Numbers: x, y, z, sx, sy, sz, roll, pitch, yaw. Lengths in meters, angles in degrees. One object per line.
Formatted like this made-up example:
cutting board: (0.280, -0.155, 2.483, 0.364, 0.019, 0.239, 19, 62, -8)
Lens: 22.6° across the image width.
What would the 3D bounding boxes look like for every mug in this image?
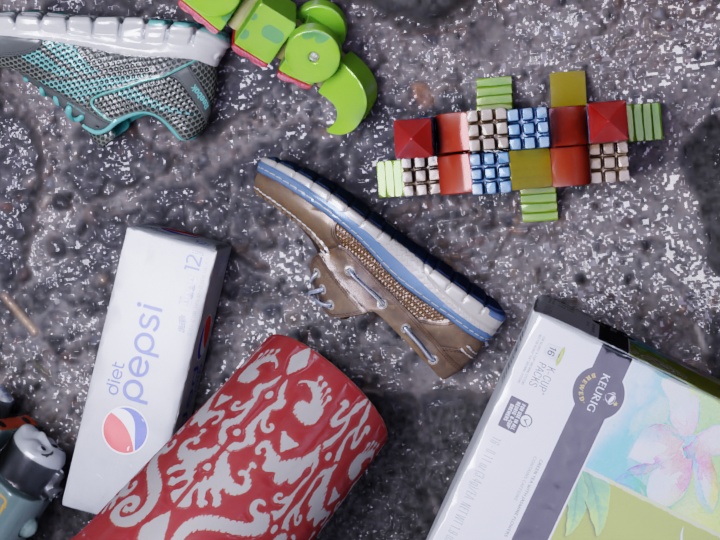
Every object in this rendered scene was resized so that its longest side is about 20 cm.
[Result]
mug: (-0.087, 0.157, 1.212, 0.133, 0.178, 0.200, 39, 71, 4)

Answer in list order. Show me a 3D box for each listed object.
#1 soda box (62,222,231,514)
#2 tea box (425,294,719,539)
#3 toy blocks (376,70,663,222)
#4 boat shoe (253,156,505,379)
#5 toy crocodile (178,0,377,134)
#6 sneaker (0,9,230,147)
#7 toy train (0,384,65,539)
soda box: (-0.148, 0.072, 1.257, 0.068, 0.063, 0.202, 14, 96, 5)
tea box: (0.161, 0.151, 1.184, 0.195, 0.134, 0.202, 25, 96, 5)
toy blocks: (0.100, -0.079, 1.177, 0.198, 0.137, 0.101, -4, 93, 8)
boat shoe: (0.000, 0.000, 1.228, 0.199, 0.072, 0.073, 37, 99, 4)
toy crocodile: (-0.069, -0.169, 1.216, 0.199, 0.068, 0.062, 34, 114, -13)
sneaker: (-0.190, -0.132, 1.247, 0.198, 0.078, 0.092, 5, 98, 9)
toy train: (-0.285, 0.178, 1.264, 0.114, 0.085, 0.201, 37, 100, 15)
